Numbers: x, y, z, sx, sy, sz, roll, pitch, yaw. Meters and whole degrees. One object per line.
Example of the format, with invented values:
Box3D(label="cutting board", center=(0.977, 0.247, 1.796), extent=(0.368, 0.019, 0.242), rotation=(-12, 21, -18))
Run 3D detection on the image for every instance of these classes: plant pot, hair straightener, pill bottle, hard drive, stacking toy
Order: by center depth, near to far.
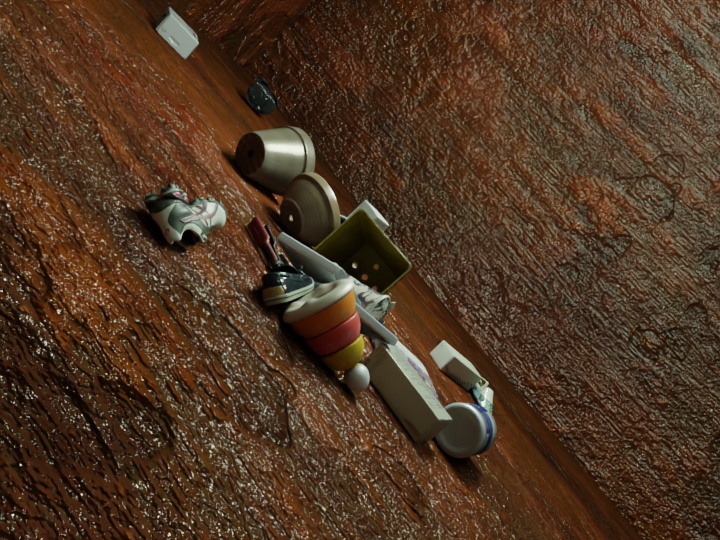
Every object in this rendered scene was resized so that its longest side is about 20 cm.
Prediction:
Box3D(label="stacking toy", center=(-0.041, 0.130, 1.207), extent=(0.146, 0.144, 0.203), rotation=(-79, 144, -79))
Box3D(label="hair straightener", center=(-0.178, -0.039, 1.416), extent=(0.077, 0.041, 0.200), rotation=(39, 7, -46))
Box3D(label="hard drive", center=(-0.090, 0.003, 1.425), extent=(0.199, 0.027, 0.133), rotation=(31, -22, 39))
Box3D(label="pill bottle", center=(0.246, 0.362, 1.505), extent=(0.116, 0.116, 0.200), rotation=(51, 9, 24))
Box3D(label="plant pot", center=(0.000, 0.000, 1.686), extent=(0.201, 0.199, 0.176), rotation=(49, -2, 13))
Box3D(label="plant pot", center=(-0.149, -0.149, 1.745), extent=(0.092, 0.202, 0.202), rotation=(-23, 63, -36))
Box3D(label="plant pot", center=(-0.253, -0.318, 1.869), extent=(0.201, 0.201, 0.172), rotation=(51, 25, 24))

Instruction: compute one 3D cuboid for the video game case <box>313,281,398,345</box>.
Box3D(label="video game case", center=(-0.037, 0.083, 1.393), extent=(0.200, 0.022, 0.181), rotation=(41, -16, -35))

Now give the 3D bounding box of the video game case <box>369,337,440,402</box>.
Box3D(label="video game case", center=(0.104, 0.230, 1.641), extent=(0.200, 0.036, 0.182), rotation=(44, 10, -25))

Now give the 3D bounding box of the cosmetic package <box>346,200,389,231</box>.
Box3D(label="cosmetic package", center=(-0.021, -0.097, 1.906), extent=(0.074, 0.200, 0.101), rotation=(52, 11, 24))

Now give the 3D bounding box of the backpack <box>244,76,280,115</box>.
Box3D(label="backpack", center=(-0.462, -0.802, 3.056), extent=(0.168, 0.125, 0.200), rotation=(56, 4, -22))

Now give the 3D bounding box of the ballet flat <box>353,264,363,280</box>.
Box3D(label="ballet flat", center=(-0.016, 0.049, 1.817), extent=(0.063, 0.068, 0.201), rotation=(6, 33, -33))

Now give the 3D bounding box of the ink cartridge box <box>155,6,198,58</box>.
Box3D(label="ink cartridge box", center=(-0.693, -0.901, 2.504), extent=(0.147, 0.086, 0.201), rotation=(42, 9, -32))

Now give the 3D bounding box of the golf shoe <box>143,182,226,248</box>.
Box3D(label="golf shoe", center=(-0.277, -0.075, 1.078), extent=(0.090, 0.076, 0.200), rotation=(69, 15, 9))

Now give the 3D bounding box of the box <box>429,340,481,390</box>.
Box3D(label="box", center=(0.314, 0.315, 2.182), extent=(0.199, 0.068, 0.083), rotation=(39, 11, -42))

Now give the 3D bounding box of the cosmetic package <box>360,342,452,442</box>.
Box3D(label="cosmetic package", center=(0.094, 0.254, 1.379), extent=(0.201, 0.071, 0.105), rotation=(52, 11, 26))

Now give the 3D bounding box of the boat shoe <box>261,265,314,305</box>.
Box3D(label="boat shoe", center=(-0.137, 0.021, 1.248), extent=(0.200, 0.073, 0.064), rotation=(-26, 102, -77))

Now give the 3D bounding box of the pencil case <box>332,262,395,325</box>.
Box3D(label="pencil case", center=(-0.018, 0.053, 1.511), extent=(0.199, 0.079, 0.089), rotation=(31, 19, 36))

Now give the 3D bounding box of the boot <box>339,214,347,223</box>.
Box3D(label="boot", center=(-0.105, -0.137, 1.835), extent=(0.196, 0.075, 0.096), rotation=(9, -11, 20))

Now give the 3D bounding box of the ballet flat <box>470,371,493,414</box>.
Box3D(label="ballet flat", center=(0.411, 0.409, 2.243), extent=(0.074, 0.074, 0.201), rotation=(42, 11, -30))
